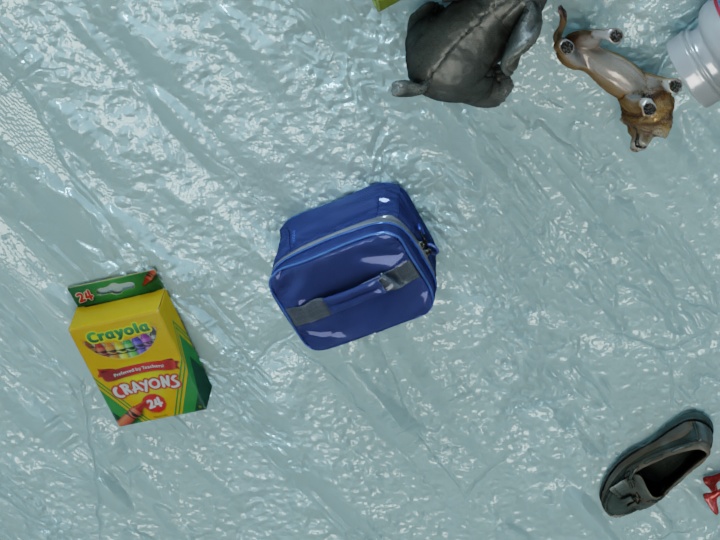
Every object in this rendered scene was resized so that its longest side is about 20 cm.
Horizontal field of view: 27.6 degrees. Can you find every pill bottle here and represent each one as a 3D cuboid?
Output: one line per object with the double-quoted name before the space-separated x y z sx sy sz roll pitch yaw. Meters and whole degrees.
"pill bottle" 0.420 -0.254 1.503 0.200 0.109 0.109 -32 117 25

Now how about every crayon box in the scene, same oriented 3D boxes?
"crayon box" -0.283 0.100 1.856 0.126 0.051 0.201 -13 123 14

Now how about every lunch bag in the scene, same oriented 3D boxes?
"lunch bag" 0.000 0.000 1.708 0.199 0.133 0.136 -22 121 20

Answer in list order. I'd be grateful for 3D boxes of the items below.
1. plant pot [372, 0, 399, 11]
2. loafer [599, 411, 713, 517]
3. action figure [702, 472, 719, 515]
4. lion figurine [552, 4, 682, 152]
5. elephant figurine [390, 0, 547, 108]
"plant pot" 0.077 -0.376 1.423 0.199 0.187 0.188 -21 123 1
"loafer" 0.381 0.263 1.905 0.072 0.063 0.200 30 123 -15
"action figure" 0.554 0.270 1.894 0.200 0.065 0.099 -33 108 26
"lion figurine" 0.266 -0.210 1.561 0.200 0.122 0.073 43 90 -12
"elephant figurine" 0.136 -0.267 1.494 0.141 0.156 0.200 20 136 -28
